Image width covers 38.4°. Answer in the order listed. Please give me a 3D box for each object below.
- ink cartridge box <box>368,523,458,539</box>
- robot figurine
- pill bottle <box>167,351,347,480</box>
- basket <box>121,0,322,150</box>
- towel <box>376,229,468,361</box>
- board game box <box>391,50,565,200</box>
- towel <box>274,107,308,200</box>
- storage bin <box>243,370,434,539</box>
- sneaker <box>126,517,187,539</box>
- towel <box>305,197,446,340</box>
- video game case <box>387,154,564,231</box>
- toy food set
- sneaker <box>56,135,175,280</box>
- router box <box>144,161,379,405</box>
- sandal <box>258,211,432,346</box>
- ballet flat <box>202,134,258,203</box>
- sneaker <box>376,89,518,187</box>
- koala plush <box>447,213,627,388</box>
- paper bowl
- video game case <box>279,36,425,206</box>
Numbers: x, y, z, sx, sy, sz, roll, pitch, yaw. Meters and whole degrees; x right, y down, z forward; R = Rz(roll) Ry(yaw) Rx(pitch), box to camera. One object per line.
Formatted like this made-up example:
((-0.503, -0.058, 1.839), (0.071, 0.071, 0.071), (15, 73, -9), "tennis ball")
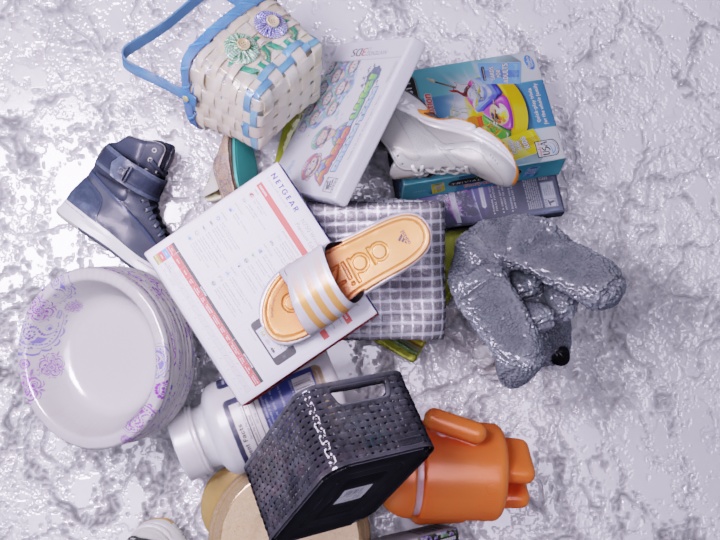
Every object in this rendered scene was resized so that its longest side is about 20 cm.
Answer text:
((0.071, 0.410, 1.212), (0.108, 0.050, 0.201), (-5, 87, -29), "ink cartridge box")
((0.100, 0.232, 1.211), (0.198, 0.144, 0.117), (2, 70, -4), "robot figurine")
((-0.117, 0.168, 1.199), (0.199, 0.111, 0.112), (-21, 89, -6), "pill bottle")
((-0.151, -0.249, 1.202), (0.199, 0.140, 0.176), (28, 57, 19), "basket")
((0.077, 0.005, 1.264), (0.086, 0.018, 0.201), (30, 84, -3), "towel")
((0.131, -0.176, 1.251), (0.199, 0.047, 0.152), (-10, 70, -6), "board game box")
((-0.070, -0.104, 1.266), (0.085, 0.018, 0.201), (14, 85, -5), "towel")
((-0.027, 0.203, 1.109), (0.134, 0.200, 0.094), (-7, 59, -32), "storage bin")
((-0.209, 0.385, 1.181), (0.076, 0.088, 0.200), (-40, 86, 23), "sneaker")
((0.000, 0.000, 1.189), (0.198, 0.086, 0.167), (-1, 96, 2), "towel")
((0.137, -0.121, 1.264), (0.199, 0.019, 0.144), (-8, 70, -4), "video game case")
((-0.087, 0.320, 1.224), (0.199, 0.049, 0.199), (-8, 88, -6), "toy food set")
((-0.237, -0.070, 1.220), (0.202, 0.077, 0.147), (36, 87, -1), "sneaker")
((-0.107, 0.015, 1.130), (0.179, 0.049, 0.201), (-33, 85, 1), "router box")
((-0.020, 0.000, 1.070), (0.206, 0.059, 0.079), (-33, 85, 1), "sandal")
((-0.152, -0.076, 1.232), (0.067, 0.068, 0.201), (-17, 78, 19), "ballet flat")
((0.082, -0.130, 1.175), (0.199, 0.076, 0.092), (28, 78, 16), "sneaker")
((0.195, 0.047, 1.202), (0.177, 0.200, 0.184), (-40, 60, -6), "koala plush")
((-0.278, 0.096, 1.172), (0.199, 0.104, 0.202), (0, 90, 23), "paper bowl")
((-0.021, -0.173, 1.184), (0.024, 0.182, 0.201), (29, 84, -29), "video game case")
